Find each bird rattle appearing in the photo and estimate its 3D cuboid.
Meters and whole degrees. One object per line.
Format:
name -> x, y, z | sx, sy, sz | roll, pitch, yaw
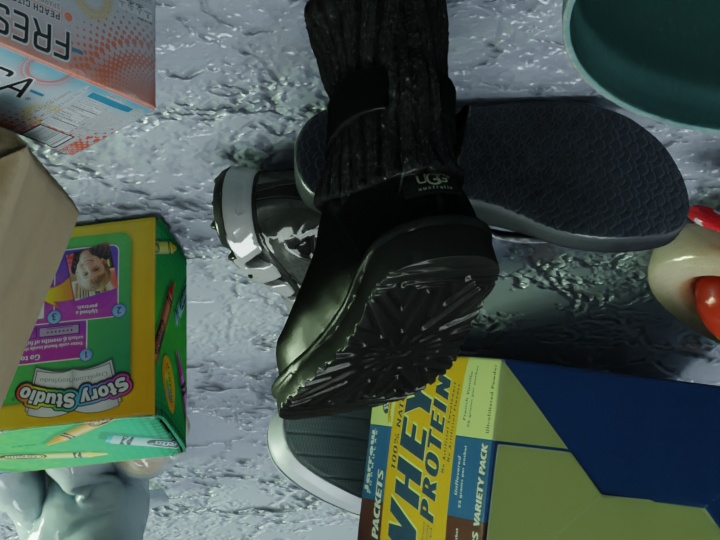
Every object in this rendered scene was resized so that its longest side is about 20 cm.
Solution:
bird rattle -> 0.227, 0.015, 1.597 | 0.163, 0.113, 0.200 | -4, 157, 45

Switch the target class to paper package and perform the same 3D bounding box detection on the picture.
paper package -> -0.221, 0.021, 1.396 | 0.103, 0.191, 0.200 | 23, 174, 4

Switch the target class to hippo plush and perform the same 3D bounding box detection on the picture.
hippo plush -> -0.187, 0.174, 1.814 | 0.158, 0.162, 0.200 | 2, 154, -9

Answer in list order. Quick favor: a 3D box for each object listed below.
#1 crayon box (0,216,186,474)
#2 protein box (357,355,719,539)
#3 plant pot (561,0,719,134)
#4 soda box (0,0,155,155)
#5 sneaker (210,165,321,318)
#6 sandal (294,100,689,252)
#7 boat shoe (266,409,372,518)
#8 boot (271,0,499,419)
crayon box -> -0.196, 0.046, 1.599 | 0.199, 0.119, 0.058 | -6, 154, 10
protein box -> 0.126, 0.125, 1.688 | 0.197, 0.136, 0.200 | 8, 177, -19
plant pot -> 0.175, -0.160, 1.183 | 0.199, 0.135, 0.201 | -2, 154, -1
soda box -> -0.183, -0.120, 1.316 | 0.063, 0.069, 0.199 | -25, 147, 39
sneaker -> 0.000, 0.000, 1.577 | 0.090, 0.067, 0.200 | -10, 151, 21
sandal -> 0.067, -0.048, 1.486 | 0.199, 0.076, 0.043 | 8, 154, 4
boat shoe -> 0.010, 0.132, 1.839 | 0.199, 0.074, 0.067 | 19, 145, -37
boot -> 0.002, -0.033, 1.408 | 0.079, 0.159, 0.211 | -3, 154, -25
